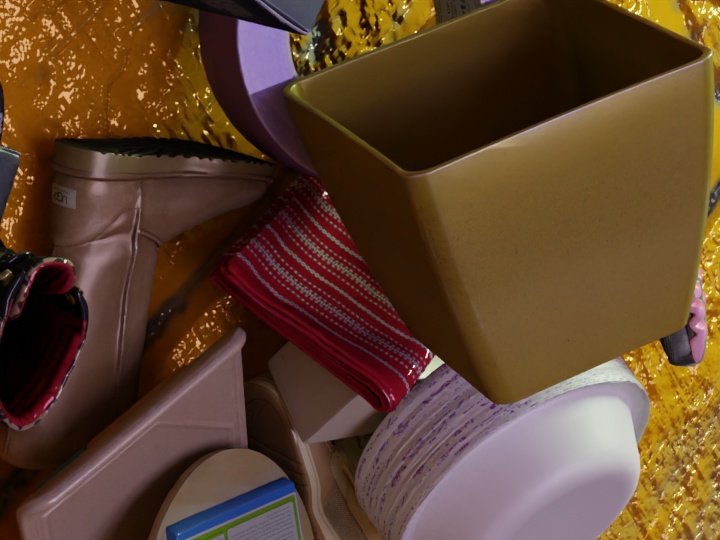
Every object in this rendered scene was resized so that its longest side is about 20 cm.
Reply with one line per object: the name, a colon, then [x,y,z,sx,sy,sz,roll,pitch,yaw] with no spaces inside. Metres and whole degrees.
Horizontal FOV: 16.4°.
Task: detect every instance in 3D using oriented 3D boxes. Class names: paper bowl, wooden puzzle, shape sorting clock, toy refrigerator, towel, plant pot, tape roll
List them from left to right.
wooden puzzle: [-0.143,0.140,1.571,0.185,0.037,0.201,-40,155,-28]
shape sorting clock: [-0.083,0.214,1.590,0.200,0.039,0.202,16,71,-57]
towel: [0.000,0.000,1.602,0.023,0.144,0.200,-53,178,35]
tape roll: [0.003,-0.154,1.583,0.198,0.085,0.202,-3,100,-20]
toy refrigerator: [0.041,0.057,1.662,0.199,0.076,0.070,-6,62,-43]
paper bowl: [0.104,0.132,1.650,0.200,0.105,0.201,-28,152,-16]
plant pot: [0.096,-0.040,1.497,0.199,0.200,0.178,-23,116,-15]

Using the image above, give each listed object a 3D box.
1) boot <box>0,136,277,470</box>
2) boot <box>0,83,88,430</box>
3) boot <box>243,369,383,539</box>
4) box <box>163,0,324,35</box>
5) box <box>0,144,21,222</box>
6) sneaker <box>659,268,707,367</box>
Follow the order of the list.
boot: [-0.142,0.019,1.567,0.174,0.066,0.202,0,105,-40]
boot: [-0.214,-0.013,1.422,0.073,0.150,0.202,17,91,-44]
boot: [0.001,0.114,1.717,0.155,0.073,0.201,-42,129,-26]
box: [-0.079,-0.258,1.454,0.104,0.181,0.201,30,82,-44]
box: [-0.274,0.010,1.368,0.044,0.160,0.202,18,89,-43]
sneaker: [0.168,-0.022,1.663,0.095,0.079,0.201,-22,99,9]
